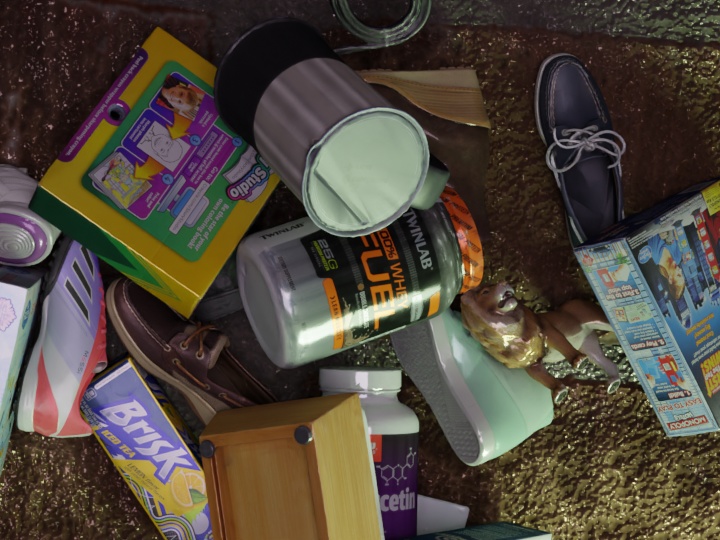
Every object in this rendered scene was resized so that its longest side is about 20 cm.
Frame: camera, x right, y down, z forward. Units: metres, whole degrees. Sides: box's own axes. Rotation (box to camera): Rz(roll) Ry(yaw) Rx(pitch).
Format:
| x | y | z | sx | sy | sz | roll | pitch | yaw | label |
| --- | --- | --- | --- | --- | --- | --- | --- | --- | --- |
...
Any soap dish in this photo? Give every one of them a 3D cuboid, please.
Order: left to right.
| x | y | z | sx | sy | sz | roll | pitch | yaw | label |
| --- | --- | --- | --- | --- | --- | --- | --- | --- | --- |
| -0.060 | 0.216 | 1.611 | 0.156 | 0.081 | 0.203 | -10 | 88 | 33 | soap dish |

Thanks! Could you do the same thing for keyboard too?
| x | y | z | sx | sy | sz | roll | pitch | yaw | label |
| --- | --- | --- | --- | --- | --- | --- | --- | --- | --- |
| 0.003 | 0.229 | 1.755 | 0.198 | 0.011 | 0.057 | 15 | 88 | -7 | keyboard |

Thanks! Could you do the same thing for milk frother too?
| x | y | z | sx | sy | sz | roll | pitch | yaw | label |
| --- | --- | --- | --- | --- | --- | --- | --- | --- | --- |
| -0.001 | -0.161 | 1.550 | 0.179 | 0.188 | 0.202 | -1 | 120 | -31 | milk frother |

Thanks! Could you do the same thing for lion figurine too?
| x | y | z | sx | sy | sz | roll | pitch | yaw | label |
| --- | --- | --- | --- | --- | --- | --- | --- | --- | --- |
| 0.183 | 0.058 | 1.707 | 0.122 | 0.199 | 0.073 | 43 | 115 | 33 | lion figurine |

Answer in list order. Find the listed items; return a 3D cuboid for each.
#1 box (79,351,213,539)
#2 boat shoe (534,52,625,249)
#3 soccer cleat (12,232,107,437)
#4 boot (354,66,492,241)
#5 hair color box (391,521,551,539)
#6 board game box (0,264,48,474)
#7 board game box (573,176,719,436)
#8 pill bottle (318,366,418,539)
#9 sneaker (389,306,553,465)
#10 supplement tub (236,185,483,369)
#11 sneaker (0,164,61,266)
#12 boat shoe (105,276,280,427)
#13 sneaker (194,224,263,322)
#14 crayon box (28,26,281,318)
| x | y | z | sx | sy | sz | roll | pitch | yaw | label |
| --- | --- | --- | --- | --- | --- | --- | --- | --- | --- |
| -0.183 | 0.175 | 1.702 | 0.070 | 0.064 | 0.201 | -33 | 96 | 2 | box |
| 0.207 | -0.103 | 1.718 | 0.074 | 0.062 | 0.203 | -8 | 95 | -4 | boat shoe |
| -0.254 | 0.051 | 1.651 | 0.072 | 0.068 | 0.202 | 12 | 75 | -1 | soccer cleat |
| 0.025 | -0.099 | 1.695 | 0.197 | 0.072 | 0.169 | -4 | 93 | -9 | boot |
| 0.093 | 0.290 | 1.680 | 0.060 | 0.199 | 0.101 | 9 | 94 | 37 | hair color box |
| -0.322 | 0.099 | 1.617 | 0.041 | 0.200 | 0.202 | 14 | 93 | -6 | board game box |
| 0.301 | 0.039 | 1.701 | 0.199 | 0.061 | 0.202 | -26 | 100 | -46 | board game box |
| -0.002 | 0.191 | 1.692 | 0.111 | 0.112 | 0.203 | 1 | 90 | -5 | pill bottle |
| 0.105 | 0.075 | 1.731 | 0.117 | 0.074 | 0.202 | -18 | 76 | -35 | sneaker |
| 0.000 | 0.000 | 1.622 | 0.198 | 0.122 | 0.124 | -20 | 97 | -18 | supplement tub |
| -0.354 | -0.057 | 1.672 | 0.198 | 0.100 | 0.076 | 13 | 125 | 13 | sneaker |
| -0.147 | 0.075 | 1.683 | 0.072 | 0.072 | 0.200 | -33 | 103 | 31 | boat shoe |
| -0.108 | -0.022 | 1.697 | 0.198 | 0.060 | 0.105 | -22 | 99 | -1 | sneaker |
| -0.167 | -0.088 | 1.638 | 0.172 | 0.058 | 0.201 | 35 | 61 | -4 | crayon box |
